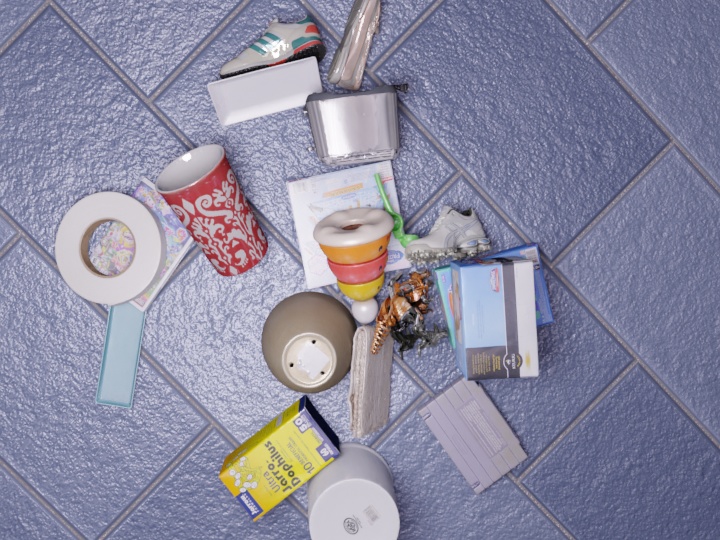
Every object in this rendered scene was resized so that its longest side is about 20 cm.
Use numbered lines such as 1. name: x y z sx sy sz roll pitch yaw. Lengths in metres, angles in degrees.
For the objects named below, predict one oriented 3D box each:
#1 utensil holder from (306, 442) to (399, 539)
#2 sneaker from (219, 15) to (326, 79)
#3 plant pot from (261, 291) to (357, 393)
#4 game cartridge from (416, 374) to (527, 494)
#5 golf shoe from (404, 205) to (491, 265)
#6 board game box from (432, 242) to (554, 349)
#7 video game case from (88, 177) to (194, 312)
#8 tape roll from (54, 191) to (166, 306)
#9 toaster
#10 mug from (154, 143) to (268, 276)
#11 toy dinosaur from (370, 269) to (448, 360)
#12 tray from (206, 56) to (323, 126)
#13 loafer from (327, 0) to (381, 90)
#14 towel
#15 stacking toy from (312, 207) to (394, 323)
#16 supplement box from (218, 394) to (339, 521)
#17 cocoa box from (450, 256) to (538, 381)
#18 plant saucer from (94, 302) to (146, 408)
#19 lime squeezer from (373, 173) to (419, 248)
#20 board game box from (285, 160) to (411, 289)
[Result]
1. utensil holder: -0.016 0.421 1.516 0.167 0.200 0.172 0 95 -2
2. sneaker: -0.163 -0.399 1.525 0.197 0.070 0.094 -18 69 7
3. plant pot: -0.089 0.140 1.492 0.185 0.200 0.190 0 94 -3
4. game cartridge: 0.214 0.307 1.604 0.129 0.038 0.201 -36 95 -4
5. golf shoe: 0.147 -0.065 1.525 0.199 0.078 0.098 -9 81 -43
6. board game box: 0.249 0.047 1.580 0.197 0.045 0.154 -14 95 -2
7. video game case: -0.395 -0.047 1.542 0.143 0.018 0.201 35 91 5
8. tape roll: -0.450 -0.039 1.520 0.200 0.037 0.206 0 88 5
9. toaster: -0.003 -0.259 1.513 0.197 0.114 0.131 -7 98 -5
10. mug: -0.240 -0.113 1.483 0.178 0.132 0.201 -54 131 -35
11. toy dinosaur: 0.076 0.083 1.533 0.199 0.102 0.137 -39 108 -18
12. tray: -0.169 -0.327 1.516 0.197 0.108 0.022 -15 55 -2
13. loafer: 0.002 -0.426 1.529 0.062 0.072 0.202 20 99 -21
14. towel: 0.020 0.198 1.540 0.034 0.132 0.203 6 93 24
15. stacking toy: 0.000 0.000 1.501 0.144 0.146 0.202 -10 114 -2
16. supplement box: -0.147 0.341 1.548 0.199 0.110 0.109 -38 95 1
17. cocoa box: 0.234 0.081 1.492 0.129 0.133 0.203 -4 95 -1
18. plant saucer: -0.443 0.152 1.565 0.069 0.019 0.203 9 94 -4
19. lime squeezer: 0.082 -0.085 1.526 0.200 0.038 0.071 45 66 -22
20. board game box: -0.022 -0.085 1.558 0.197 0.041 0.202 -11 95 -3
